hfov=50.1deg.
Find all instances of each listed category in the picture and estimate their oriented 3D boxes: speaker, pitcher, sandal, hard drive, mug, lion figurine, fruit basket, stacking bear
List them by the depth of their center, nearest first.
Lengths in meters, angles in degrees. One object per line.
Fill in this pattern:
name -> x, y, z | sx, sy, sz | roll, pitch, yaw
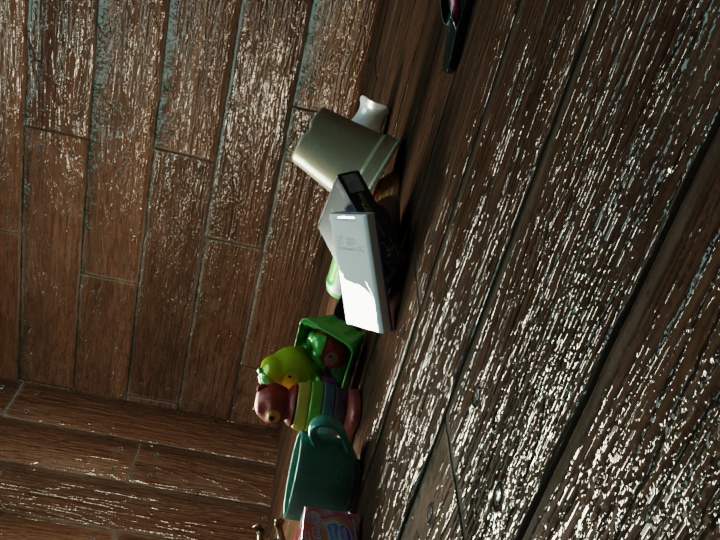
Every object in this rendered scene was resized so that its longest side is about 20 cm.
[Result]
sandal -> 0.147, -0.414, 1.212 | 0.075, 0.045, 0.201 | -124, 46, -81
lion figurine -> -0.148, 0.496, 1.269 | 0.123, 0.072, 0.201 | -106, 11, -47
hard drive -> 0.000, 0.000, 1.324 | 0.132, 0.025, 0.201 | 9, 110, 60
mug -> -0.062, 0.358, 1.339 | 0.185, 0.114, 0.153 | 112, 168, -54
stacking bear -> -0.108, 0.269, 1.503 | 0.114, 0.199, 0.122 | -90, 13, -53
fruit basket -> -0.103, 0.204, 1.587 | 0.216, 0.155, 0.216 | -47, -25, -31
speaker -> -0.025, -0.027, 1.828 | 0.089, 0.088, 0.201 | -86, 10, -50
pitcher -> 0.010, -0.347, 2.034 | 0.201, 0.121, 0.172 | -67, -12, 9

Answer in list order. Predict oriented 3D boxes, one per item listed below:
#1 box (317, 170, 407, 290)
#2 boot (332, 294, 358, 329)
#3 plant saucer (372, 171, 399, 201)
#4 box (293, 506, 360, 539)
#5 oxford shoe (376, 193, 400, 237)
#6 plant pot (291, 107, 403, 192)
box -> -0.002, -0.053, 1.386 | 0.201, 0.051, 0.158 | 63, 152, 23
boot -> -0.036, 0.097, 1.764 | 0.174, 0.069, 0.201 | -93, 14, -63
plant saucer -> 0.041, -0.112, 1.623 | 0.200, 0.037, 0.202 | -168, 90, -83
box -> -0.068, 0.484, 1.252 | 0.103, 0.094, 0.201 | -86, 10, -48
oxford shoe -> 0.045, -0.052, 1.454 | 0.074, 0.071, 0.201 | -44, -25, -44
plant pot -> -0.038, -0.242, 1.635 | 0.201, 0.183, 0.200 | -58, 2, 2
